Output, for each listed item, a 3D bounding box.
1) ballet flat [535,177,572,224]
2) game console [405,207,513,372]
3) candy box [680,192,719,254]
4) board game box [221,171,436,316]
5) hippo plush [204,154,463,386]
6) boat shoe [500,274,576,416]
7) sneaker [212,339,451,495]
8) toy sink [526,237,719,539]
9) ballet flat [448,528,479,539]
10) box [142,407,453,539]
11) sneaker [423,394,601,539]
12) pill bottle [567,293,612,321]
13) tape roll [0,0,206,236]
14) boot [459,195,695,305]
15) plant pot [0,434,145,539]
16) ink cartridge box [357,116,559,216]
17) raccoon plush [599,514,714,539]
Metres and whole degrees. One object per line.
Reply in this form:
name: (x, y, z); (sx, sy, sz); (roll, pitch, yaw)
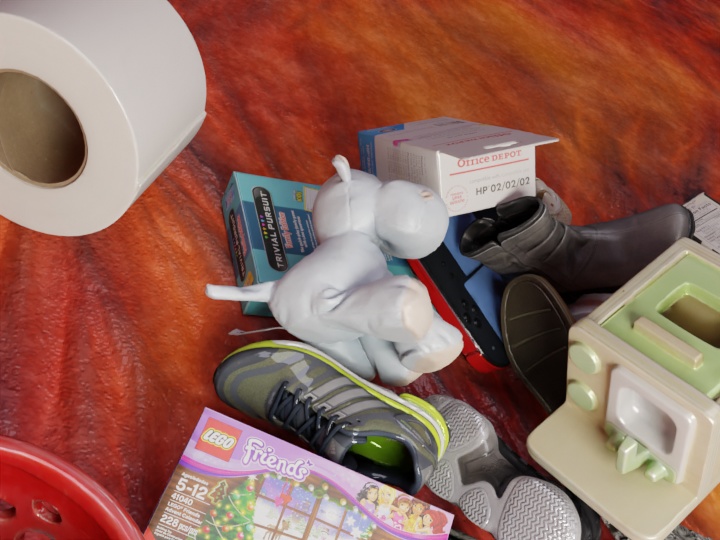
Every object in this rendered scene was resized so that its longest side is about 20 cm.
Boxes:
ballet flat: (0.198, -0.087, 1.093); (0.199, 0.062, 0.068); (1, 47, -32)
game console: (0.124, -0.001, 0.918); (0.177, 0.031, 0.200); (60, 35, -4)
candy box: (0.424, 0.020, 0.970); (0.061, 0.137, 0.200); (-28, 37, -5)
board game box: (-0.030, -0.019, 0.889); (0.199, 0.047, 0.151); (6, 45, -26)
hippo plush: (0.000, 0.000, 0.774); (0.199, 0.159, 0.161); (6, 61, 14)
boat shoe: (0.199, 0.095, 0.866); (0.068, 0.072, 0.201); (-21, 89, -58)
sneaker: (-0.024, 0.116, 0.700); (0.199, 0.074, 0.081); (19, 19, 2)
toy sink: (0.238, 0.086, 0.682); (0.200, 0.112, 0.130); (-34, 49, -22)
ballet flat: (0.020, 0.193, 0.683); (0.200, 0.057, 0.067); (25, 41, -6)
box: (-0.047, 0.198, 0.612); (0.199, 0.039, 0.137); (23, 55, -2)
sneaker: (0.125, 0.186, 0.749); (0.114, 0.076, 0.200); (34, 4, -42)
pill bottle: (0.279, 0.035, 0.970); (0.116, 0.116, 0.200); (34, 39, 5)
tape roll: (-0.253, -0.150, 0.768); (0.202, 0.203, 0.139); (28, 39, -3)
boot: (0.204, -0.030, 0.846); (0.132, 0.200, 0.070); (37, 38, -34)
plant pot: (-0.210, 0.207, 0.424); (0.200, 0.183, 0.201); (17, 41, -15)
ink cartridge box: (0.095, -0.105, 0.884); (0.115, 0.068, 0.200); (-14, 21, -25)
raccoon plush: (0.284, 0.226, 0.707); (0.200, 0.134, 0.097); (57, 15, -19)
